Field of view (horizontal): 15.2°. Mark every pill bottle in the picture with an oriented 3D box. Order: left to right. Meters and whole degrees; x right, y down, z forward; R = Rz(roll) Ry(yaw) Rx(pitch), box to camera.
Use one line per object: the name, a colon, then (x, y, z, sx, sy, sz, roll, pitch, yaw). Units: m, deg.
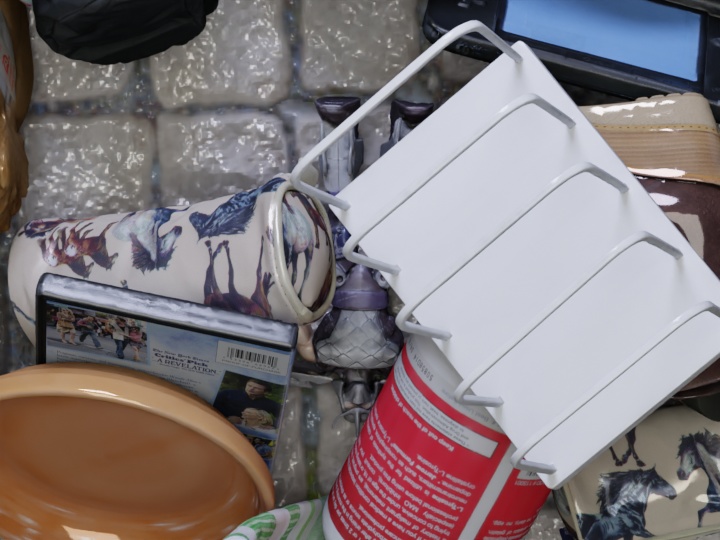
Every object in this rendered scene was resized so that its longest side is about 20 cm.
pill bottle: (0.047, 0.122, 1.542, 0.112, 0.112, 0.200, 26, 114, -1)

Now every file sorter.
file sorter: (0.080, -0.008, 1.392, 0.139, 0.125, 0.200, -40, 76, 9)

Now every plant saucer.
plant saucer: (-0.145, 0.110, 1.543, 0.200, 0.200, 0.037, 10, 55, 0)

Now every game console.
game console: (0.150, -0.188, 1.539, 0.200, 0.176, 0.116, 15, 122, 0)

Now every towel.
towel: (-0.069, 0.204, 1.524, 0.023, 0.200, 0.153, 24, 95, 14)

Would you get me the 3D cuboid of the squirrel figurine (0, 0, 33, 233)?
squirrel figurine: (-0.288, -0.084, 1.539, 0.186, 0.142, 0.200, -10, 87, 9)

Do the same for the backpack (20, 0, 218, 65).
backpack: (-0.161, -0.226, 1.519, 0.126, 0.167, 0.200, -17, 82, -7)

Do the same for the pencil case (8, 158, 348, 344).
pencil case: (-0.108, -0.003, 1.527, 0.200, 0.078, 0.090, -8, 57, 29)

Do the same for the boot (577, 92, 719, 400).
boot: (0.110, -0.004, 1.476, 0.200, 0.072, 0.167, -8, 74, 19)

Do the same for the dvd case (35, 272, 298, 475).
dvd case: (-0.113, 0.066, 1.526, 0.143, 0.200, 0.018, 12, 62, 0)

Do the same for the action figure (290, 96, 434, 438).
action figure: (0.000, 0.000, 1.575, 0.130, 0.069, 0.200, 2, 98, -8)

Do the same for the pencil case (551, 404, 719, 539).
pencil case: (0.211, 0.119, 1.573, 0.200, 0.078, 0.090, -10, 77, 1)

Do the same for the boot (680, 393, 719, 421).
boot: (0.226, 0.014, 1.573, 0.200, 0.138, 0.078, -10, 117, -36)
